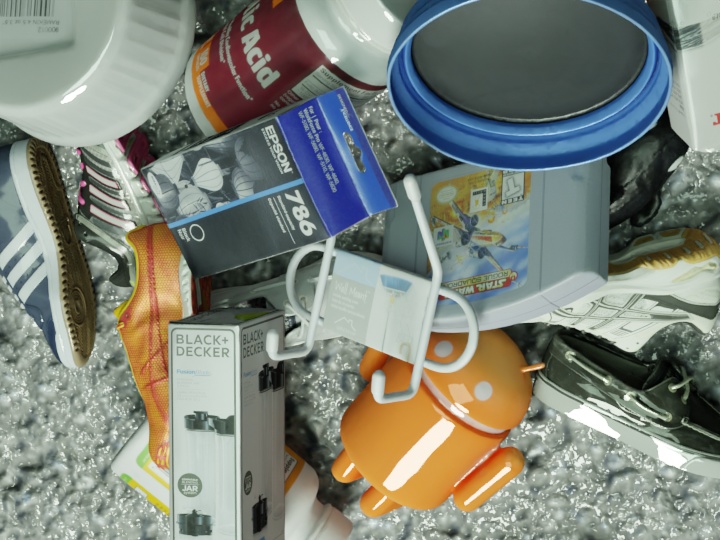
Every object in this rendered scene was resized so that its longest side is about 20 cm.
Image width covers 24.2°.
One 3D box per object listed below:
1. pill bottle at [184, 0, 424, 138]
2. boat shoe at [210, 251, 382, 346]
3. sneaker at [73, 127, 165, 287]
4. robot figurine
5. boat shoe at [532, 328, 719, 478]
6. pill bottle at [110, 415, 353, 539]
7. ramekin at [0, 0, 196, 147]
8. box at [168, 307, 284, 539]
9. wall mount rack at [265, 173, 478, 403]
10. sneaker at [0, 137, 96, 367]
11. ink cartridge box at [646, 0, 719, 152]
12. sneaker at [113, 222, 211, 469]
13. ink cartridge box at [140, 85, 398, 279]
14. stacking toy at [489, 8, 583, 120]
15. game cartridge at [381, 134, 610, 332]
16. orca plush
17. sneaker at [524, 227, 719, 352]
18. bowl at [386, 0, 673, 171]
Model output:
[{"bbox_3d":[-0.032,-0.170,1.268,0.200,0.114,0.114,-33,100,38],"label":"pill bottle"},{"bbox_3d":[-0.062,0.034,1.402,0.198,0.069,0.073,-6,109,16],"label":"boat shoe"},{"bbox_3d":[-0.212,-0.068,1.396,0.087,0.074,0.201,-23,108,14],"label":"sneaker"},{"bbox_3d":[0.060,0.115,1.378,0.116,0.144,0.200,27,118,-29],"label":"robot figurine"},{"bbox_3d":[0.240,0.108,1.356,0.199,0.071,0.064,22,115,7],"label":"boat shoe"},{"bbox_3d":[-0.107,0.189,1.449,0.200,0.111,0.111,40,114,-3],"label":"pill bottle"},{"bbox_3d":[-0.237,-0.202,1.301,0.199,0.098,0.202,-1,86,19],"label":"ramekin"},{"bbox_3d":[-0.104,0.134,1.325,0.060,0.117,0.202,1,94,16],"label":"box"},{"bbox_3d":[0.000,0.000,1.277,0.199,0.074,0.175,19,103,39],"label":"wall mount rack"},{"bbox_3d":[-0.299,-0.008,1.442,0.108,0.070,0.201,-10,101,12],"label":"sneaker"},{"bbox_3d":[0.282,-0.203,1.203,0.144,0.084,0.201,-14,107,1],"label":"ink cartridge box"},{"bbox_3d":[-0.162,0.061,1.367,0.077,0.073,0.202,2,91,14],"label":"sneaker"},{"bbox_3d":[-0.072,-0.062,1.247,0.199,0.039,0.100,-18,102,41],"label":"ink cartridge box"},{"bbox_3d":[0.119,-0.161,1.267,0.145,0.146,0.201,19,129,6],"label":"stacking toy"},{"bbox_3d":[0.099,-0.022,1.293,0.199,0.134,0.041,-13,148,36],"label":"game cartridge"},{"bbox_3d":[0.168,-0.063,1.308,0.199,0.071,0.106,-17,106,19],"label":"orca plush"},{"bbox_3d":[0.190,0.030,1.322,0.198,0.076,0.088,-8,115,3],"label":"sneaker"},{"bbox_3d":[0.118,-0.143,1.177,0.199,0.040,0.201,3,148,2],"label":"bowl"}]
